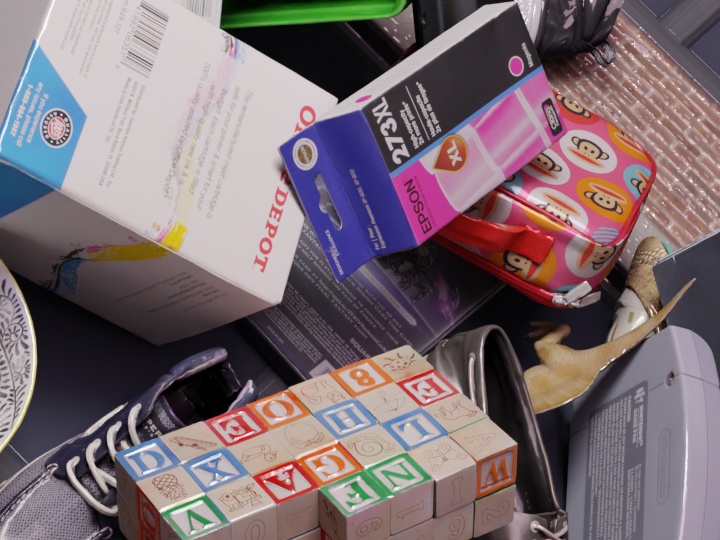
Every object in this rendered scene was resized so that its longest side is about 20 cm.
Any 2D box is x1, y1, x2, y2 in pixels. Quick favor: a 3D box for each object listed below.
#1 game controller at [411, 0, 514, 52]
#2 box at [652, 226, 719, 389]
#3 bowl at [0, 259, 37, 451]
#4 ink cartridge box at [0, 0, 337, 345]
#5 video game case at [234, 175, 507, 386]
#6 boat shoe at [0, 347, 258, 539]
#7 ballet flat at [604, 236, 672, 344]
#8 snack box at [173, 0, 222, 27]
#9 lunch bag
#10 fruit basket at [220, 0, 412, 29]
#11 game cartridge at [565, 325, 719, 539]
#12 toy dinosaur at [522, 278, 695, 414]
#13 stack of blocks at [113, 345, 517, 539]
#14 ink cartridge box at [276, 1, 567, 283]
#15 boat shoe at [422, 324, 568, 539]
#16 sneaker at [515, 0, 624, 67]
[{"bbox_3d":[0.065,-0.210,1.383,0.104,0.042,0.200,-22,109,-61],"label":"game controller"},{"bbox_3d":[0.337,0.028,1.417,0.200,0.196,0.124,21,51,-46],"label":"box"},{"bbox_3d":[-0.291,0.058,1.204,0.200,0.094,0.201,12,57,-18],"label":"bowl"},{"bbox_3d":[-0.144,-0.069,1.278,0.200,0.145,0.147,30,63,-27],"label":"ink cartridge box"},{"bbox_3d":[0.000,0.000,1.426,0.143,0.019,0.200,47,51,7],"label":"video game case"},{"bbox_3d":[-0.145,0.113,1.241,0.075,0.093,0.200,46,52,7],"label":"boat shoe"},{"bbox_3d":[0.203,0.067,1.455,0.065,0.071,0.200,-9,60,-11],"label":"ballet flat"},{"bbox_3d":[-0.190,-0.135,1.367,0.200,0.037,0.116,2,100,-25],"label":"snack box"},{"bbox_3d":[0.090,-0.063,1.420,0.200,0.082,0.176,30,34,4],"label":"lunch bag"},{"bbox_3d":[-0.061,-0.238,1.405,0.215,0.215,0.156,-11,100,-30],"label":"fruit basket"},{"bbox_3d":[0.178,0.142,1.344,0.040,0.133,0.200,18,59,-20],"label":"game cartridge"},{"bbox_3d":[0.129,0.069,1.385,0.200,0.101,0.058,-28,102,-5],"label":"toy dinosaur"},{"bbox_3d":[-0.025,0.124,1.207,0.200,0.059,0.115,-19,39,-26],"label":"stack of blocks"},{"bbox_3d":[0.042,-0.081,1.307,0.200,0.037,0.095,-36,112,-33],"label":"ink cartridge box"},{"bbox_3d":[0.090,0.126,1.283,0.067,0.057,0.200,7,55,-49],"label":"boat shoe"},{"bbox_3d":[0.142,-0.239,1.608,0.114,0.075,0.200,6,64,-23],"label":"sneaker"}]
